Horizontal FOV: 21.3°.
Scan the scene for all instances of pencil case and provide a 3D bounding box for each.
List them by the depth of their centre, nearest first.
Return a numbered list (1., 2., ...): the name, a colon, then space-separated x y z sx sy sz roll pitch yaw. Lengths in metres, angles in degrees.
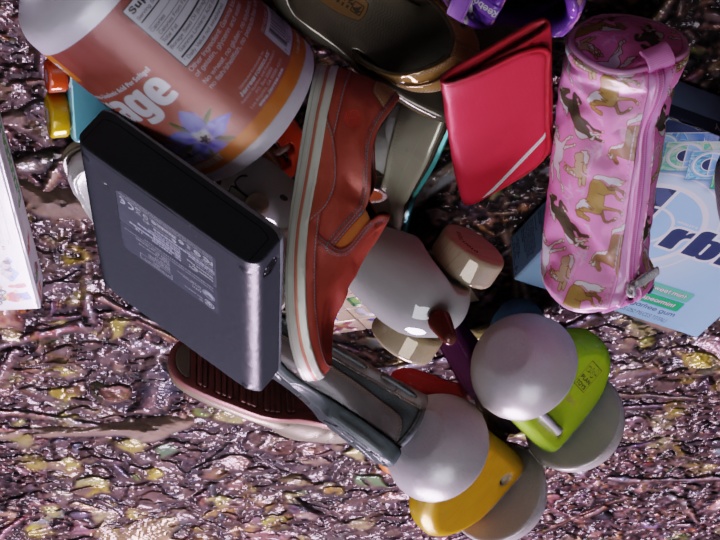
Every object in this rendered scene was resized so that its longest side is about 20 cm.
1. pencil case: 0.166 -0.071 1.268 0.086 0.083 0.201 14 125 19

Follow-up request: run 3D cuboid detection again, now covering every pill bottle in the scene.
1. pill bottle: -0.132 -0.153 1.154 0.112 0.113 0.200 -31 123 33

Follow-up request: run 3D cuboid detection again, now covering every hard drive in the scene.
1. hard drive: -0.112 -0.006 1.219 0.139 0.033 0.200 35 157 13

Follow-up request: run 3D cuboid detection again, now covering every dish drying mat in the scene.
1. dish drying mat: 0.091 -0.096 1.216 0.077 0.018 0.200 -29 162 -4

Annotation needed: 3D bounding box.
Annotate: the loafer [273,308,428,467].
1. loafer: -0.038 0.059 1.377 0.200 0.063 0.072 41 169 -13

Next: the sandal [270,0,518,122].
1. sandal: 0.033 -0.149 1.202 0.199 0.081 0.054 26 179 -27

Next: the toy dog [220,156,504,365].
1. toy dog: 0.000 0.000 1.272 0.199 0.096 0.133 9 111 -9

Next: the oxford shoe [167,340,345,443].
1. oxford shoe: -0.073 0.107 1.549 0.199 0.071 0.075 19 143 -24

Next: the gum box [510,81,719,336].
1. gum box: 0.233 -0.041 1.390 0.169 0.045 0.200 17 139 -22

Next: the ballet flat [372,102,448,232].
1. ballet flat: 0.019 -0.070 1.328 0.069 0.070 0.200 6 142 -11

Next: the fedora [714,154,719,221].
1. fedora: 0.296 -0.065 1.262 0.176 0.201 0.090 5 161 -27

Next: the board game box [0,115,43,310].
1. board game box: -0.305 -0.039 1.368 0.125 0.035 0.200 -3 143 -1

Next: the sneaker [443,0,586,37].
1. sneaker: 0.056 -0.191 1.147 0.199 0.089 0.081 12 142 -17

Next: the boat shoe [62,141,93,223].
1. boat shoe: -0.142 -0.021 1.374 0.074 0.069 0.200 -21 139 22

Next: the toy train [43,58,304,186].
1. toy train: -0.124 -0.106 1.284 0.150 0.056 0.200 -41 123 5

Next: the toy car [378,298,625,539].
1. toy car: 0.097 0.104 1.485 0.200 0.150 0.175 -43 142 3

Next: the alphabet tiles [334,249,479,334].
1. alphabet tiles: -0.004 0.016 1.424 0.165 0.006 0.200 -8 163 12

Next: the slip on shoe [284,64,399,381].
1. slip on shoe: -0.013 -0.027 1.202 0.061 0.074 0.201 8 98 1
